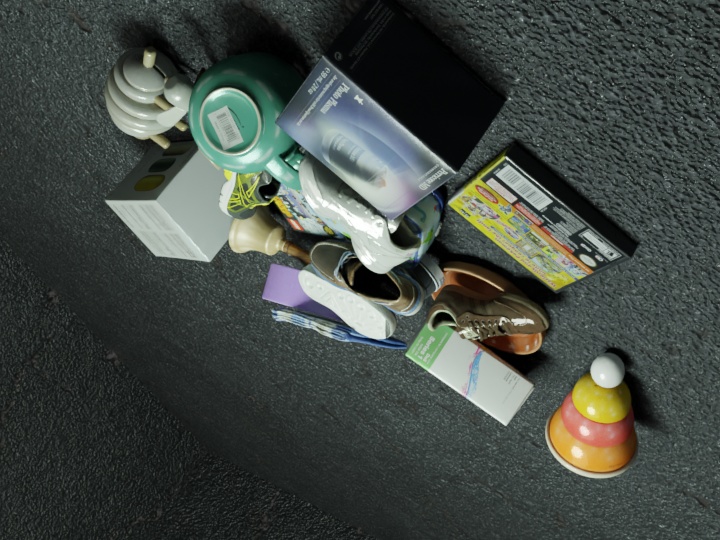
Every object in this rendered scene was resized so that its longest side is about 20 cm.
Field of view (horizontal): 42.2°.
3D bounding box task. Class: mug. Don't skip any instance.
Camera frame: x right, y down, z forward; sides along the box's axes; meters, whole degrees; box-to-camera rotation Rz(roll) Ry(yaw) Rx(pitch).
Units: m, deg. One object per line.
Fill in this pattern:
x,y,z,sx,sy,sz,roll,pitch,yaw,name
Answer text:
-0.137,-0.201,1.233,0.183,0.114,0.154,22,112,9,mug

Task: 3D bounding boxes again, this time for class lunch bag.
0.021,-0.099,1.329,0.198,0.083,0.161,31,157,13,lunch bag

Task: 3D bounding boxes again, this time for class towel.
-0.038,0.099,1.554,0.198,0.024,0.146,13,179,45,towel

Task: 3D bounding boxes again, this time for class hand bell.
-0.118,-0.035,1.595,0.198,0.104,0.105,29,156,23,hand bell

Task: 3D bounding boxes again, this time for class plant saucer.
0.196,0.054,1.436,0.199,0.032,0.201,31,156,15,plant saucer

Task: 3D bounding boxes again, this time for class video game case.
0.224,-0.060,1.190,0.199,0.026,0.181,38,157,-6,video game case

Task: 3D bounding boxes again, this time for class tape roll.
-0.071,0.045,1.644,0.197,0.067,0.200,17,177,1,tape roll

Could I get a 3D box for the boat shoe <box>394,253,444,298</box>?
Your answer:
0.037,-0.026,1.429,0.200,0.068,0.072,43,157,18,boat shoe

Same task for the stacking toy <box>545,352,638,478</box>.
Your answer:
0.363,0.199,1.402,0.145,0.146,0.202,25,136,24,stacking toy

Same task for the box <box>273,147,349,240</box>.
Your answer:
-0.102,-0.135,1.486,0.136,0.040,0.201,13,148,45,box

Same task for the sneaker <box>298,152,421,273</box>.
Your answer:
0.003,-0.087,1.227,0.099,0.075,0.200,-21,121,44,sneaker

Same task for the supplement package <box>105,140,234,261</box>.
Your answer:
-0.320,-0.126,1.666,0.199,0.152,0.151,6,142,50,supplement package

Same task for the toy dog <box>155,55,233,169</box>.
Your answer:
-0.235,-0.242,1.376,0.096,0.131,0.201,41,158,26,toy dog

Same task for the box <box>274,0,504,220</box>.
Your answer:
0.029,-0.186,1.105,0.198,0.124,0.200,38,157,-8,box

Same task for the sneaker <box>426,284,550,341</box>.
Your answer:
0.183,0.076,1.359,0.199,0.076,0.071,10,146,47,sneaker

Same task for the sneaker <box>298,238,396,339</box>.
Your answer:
0.014,0.016,1.483,0.199,0.146,0.081,29,136,32,sneaker

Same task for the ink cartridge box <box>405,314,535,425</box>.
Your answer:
0.176,0.156,1.529,0.199,0.084,0.145,35,-178,3,ink cartridge box

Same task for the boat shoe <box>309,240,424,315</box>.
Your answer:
0.000,0.000,1.363,0.198,0.073,0.072,22,178,27,boat shoe

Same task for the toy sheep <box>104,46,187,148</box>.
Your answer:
-0.329,-0.273,1.440,0.137,0.138,0.201,35,142,2,toy sheep

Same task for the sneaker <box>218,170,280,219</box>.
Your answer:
-0.169,-0.124,1.453,0.084,0.075,0.200,34,157,8,sneaker
